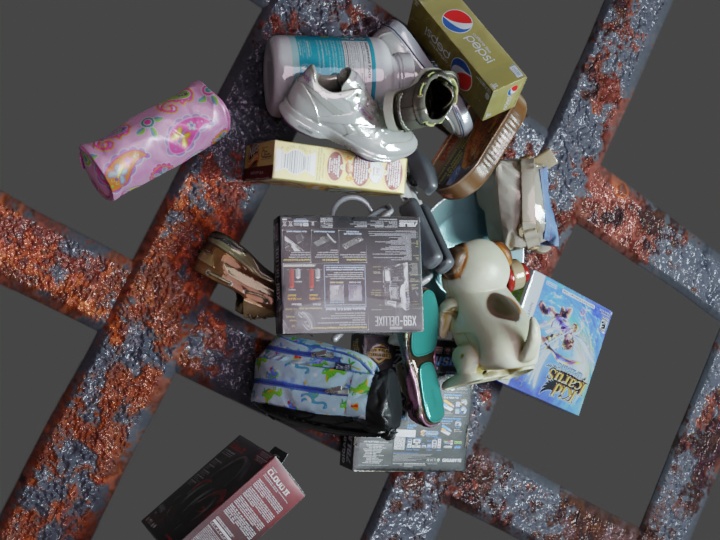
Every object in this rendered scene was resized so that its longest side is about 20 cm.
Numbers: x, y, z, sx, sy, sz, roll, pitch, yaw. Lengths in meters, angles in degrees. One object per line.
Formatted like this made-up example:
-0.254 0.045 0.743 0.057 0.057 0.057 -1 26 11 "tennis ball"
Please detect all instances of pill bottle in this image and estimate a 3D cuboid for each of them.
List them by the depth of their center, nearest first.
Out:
-0.029 -0.265 1.394 0.199 0.111 0.112 -2 93 -15 "pill bottle"

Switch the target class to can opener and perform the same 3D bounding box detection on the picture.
0.092 -0.091 1.453 0.067 0.201 0.053 -41 141 25 "can opener"

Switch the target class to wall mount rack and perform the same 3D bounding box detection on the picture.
0.000 0.000 1.462 0.173 0.075 0.201 -31 106 4 "wall mount rack"

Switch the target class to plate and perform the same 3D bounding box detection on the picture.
0.164 -0.023 1.565 0.199 0.026 0.202 -2 94 -25 "plate"

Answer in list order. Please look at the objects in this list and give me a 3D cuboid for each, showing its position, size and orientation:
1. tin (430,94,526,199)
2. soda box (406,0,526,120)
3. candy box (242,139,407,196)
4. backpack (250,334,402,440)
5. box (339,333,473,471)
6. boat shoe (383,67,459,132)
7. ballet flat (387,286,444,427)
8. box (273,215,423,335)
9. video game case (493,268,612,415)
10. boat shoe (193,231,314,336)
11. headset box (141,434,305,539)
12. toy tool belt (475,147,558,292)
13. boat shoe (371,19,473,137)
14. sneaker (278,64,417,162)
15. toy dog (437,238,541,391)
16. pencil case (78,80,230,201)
0.174 -0.192 1.515 0.042 0.112 0.201 41 76 -34 "tin"
0.150 -0.317 1.466 0.064 0.068 0.200 -25 67 -22 "soda box"
-0.049 -0.140 1.405 0.199 0.115 0.056 5 91 -26 "candy box"
-0.050 0.162 1.390 0.199 0.163 0.155 -6 81 9 "backpack"
0.074 0.198 1.517 0.199 0.050 0.200 5 87 -27 "box"
0.097 -0.231 1.365 0.202 0.060 0.072 -40 122 -56 "boat shoe"
0.077 0.125 1.453 0.069 0.071 0.201 -9 95 -44 "ballet flat"
-0.015 0.007 1.368 0.199 0.050 0.159 -1 84 -16 "box"
0.299 0.115 1.612 0.199 0.045 0.182 25 83 -33 "video game case"
-0.144 0.031 1.397 0.200 0.076 0.074 39 81 -14 "boat shoe"
-0.176 0.309 1.347 0.200 0.148 0.075 -40 108 -18 "headset box"
0.256 -0.076 1.528 0.122 0.125 0.201 -13 98 -17 "toy tool belt"
0.077 -0.262 1.483 0.086 0.075 0.202 -41 103 -12 "boat shoe"
-0.002 -0.205 1.328 0.199 0.075 0.100 16 122 -27 "sneaker"
0.172 0.055 1.456 0.139 0.194 0.201 -10 76 -17 "toy dog"
-0.265 -0.171 1.320 0.200 0.087 0.088 -35 107 -21 "pencil case"
